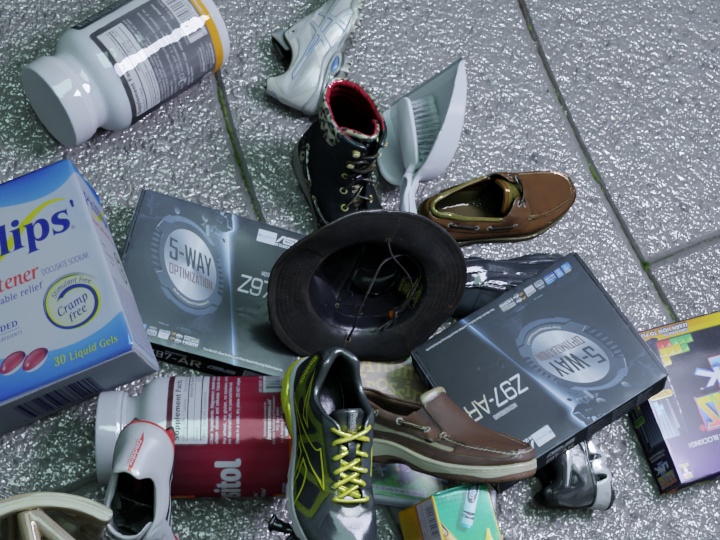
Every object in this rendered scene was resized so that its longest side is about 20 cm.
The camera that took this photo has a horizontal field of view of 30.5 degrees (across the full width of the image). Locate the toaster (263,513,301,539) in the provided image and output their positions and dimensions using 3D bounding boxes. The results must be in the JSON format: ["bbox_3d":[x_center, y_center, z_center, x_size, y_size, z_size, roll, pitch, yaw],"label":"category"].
[{"bbox_3d":[-0.023,0.306,1.189,0.200,0.129,0.114,36,62,3],"label":"toaster"}]

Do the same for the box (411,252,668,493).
[{"bbox_3d":[0.175,0.099,1.306,0.199,0.044,0.161,-30,65,-7],"label":"box"}]

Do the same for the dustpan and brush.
[{"bbox_3d":[0.058,-0.116,1.396,0.057,0.139,0.201,9,67,-35],"label":"dustpan and brush"}]

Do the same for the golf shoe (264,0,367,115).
[{"bbox_3d":[-0.048,-0.267,1.473,0.097,0.078,0.201,15,63,0],"label":"golf shoe"}]

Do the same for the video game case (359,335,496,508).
[{"bbox_3d":[0.044,0.148,1.337,0.199,0.022,0.183,10,64,-9],"label":"video game case"}]

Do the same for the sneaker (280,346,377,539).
[{"bbox_3d":[-0.024,0.159,1.136,0.074,0.085,0.201,-3,67,-26],"label":"sneaker"}]

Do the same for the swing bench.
[{"bbox_3d":[-0.242,0.288,1.105,0.129,0.199,0.200,-30,77,-24],"label":"swing bench"}]

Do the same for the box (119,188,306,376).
[{"bbox_3d":[-0.147,0.021,1.334,0.199,0.044,0.161,17,64,-6],"label":"box"}]

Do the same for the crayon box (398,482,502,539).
[{"bbox_3d":[0.098,0.305,1.215,0.058,0.119,0.201,-10,76,-17],"label":"crayon box"}]

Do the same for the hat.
[{"bbox_3d":[0.000,0.000,1.308,0.200,0.201,0.081,-3,36,-15],"label":"hat"}]

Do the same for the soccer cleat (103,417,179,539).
[{"bbox_3d":[-0.196,0.222,1.154,0.068,0.201,0.085,11,30,6],"label":"soccer cleat"}]

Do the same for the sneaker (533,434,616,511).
[{"bbox_3d":[0.192,0.152,1.347,0.090,0.066,0.201,-7,70,-19],"label":"sneaker"}]

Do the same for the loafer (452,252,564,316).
[{"bbox_3d":[0.140,0.026,1.389,0.200,0.068,0.071,-5,60,-20],"label":"loafer"}]

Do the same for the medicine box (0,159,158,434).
[{"bbox_3d":[-0.312,0.029,1.230,0.181,0.103,0.201,-22,73,-3],"label":"medicine box"}]

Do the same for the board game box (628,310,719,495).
[{"bbox_3d":[0.383,0.131,1.410,0.199,0.057,0.166,-13,69,-19],"label":"board game box"}]

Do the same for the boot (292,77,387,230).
[{"bbox_3d":[-0.005,-0.083,1.354,0.073,0.154,0.204,-19,73,-20],"label":"boot"}]

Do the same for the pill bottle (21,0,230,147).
[{"bbox_3d":[-0.244,-0.218,1.377,0.200,0.116,0.116,-37,79,-24],"label":"pill bottle"}]

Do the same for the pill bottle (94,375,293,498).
[{"bbox_3d":[-0.142,0.155,1.231,0.199,0.113,0.114,0,66,-4],"label":"pill bottle"}]

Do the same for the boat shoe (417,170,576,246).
[{"bbox_3d":[0.155,-0.071,1.436,0.199,0.068,0.072,-18,72,-21],"label":"boat shoe"}]

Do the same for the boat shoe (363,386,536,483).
[{"bbox_3d":[0.069,0.147,1.228,0.075,0.201,0.075,-10,103,-58],"label":"boat shoe"}]
